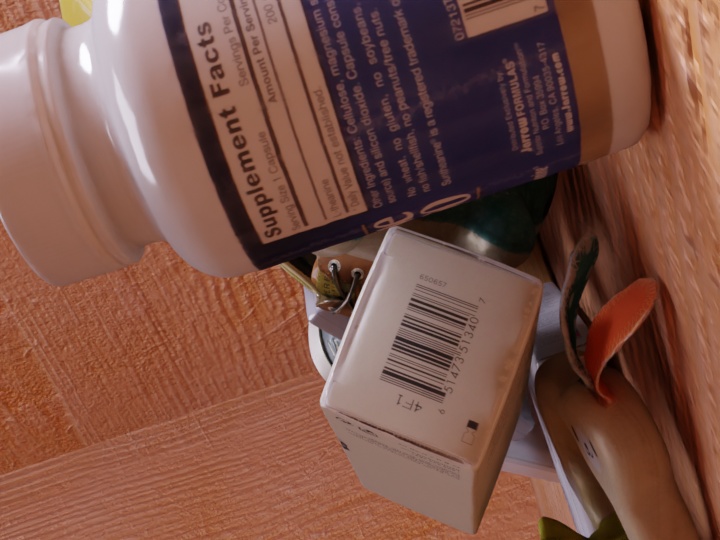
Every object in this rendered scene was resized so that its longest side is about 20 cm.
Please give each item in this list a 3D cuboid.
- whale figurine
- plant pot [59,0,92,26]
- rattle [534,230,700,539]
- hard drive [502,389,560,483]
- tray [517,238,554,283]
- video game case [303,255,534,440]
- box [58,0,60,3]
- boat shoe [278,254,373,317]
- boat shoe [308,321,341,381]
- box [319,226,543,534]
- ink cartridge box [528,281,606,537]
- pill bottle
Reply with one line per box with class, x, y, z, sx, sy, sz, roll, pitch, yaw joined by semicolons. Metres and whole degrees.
whale figurine;0.019;-0.060;0.599;0.158;0.105;0.199;32;-158;25
plant pot;-0.032;-0.172;0.507;0.190;0.197;0.203;91;168;-49
rattle;0.071;0.091;0.549;0.201;0.141;0.132;63;-165;-55
hard drive;0.105;0.085;0.936;0.199;0.026;0.134;23;-137;-53
tray;0.107;-0.036;0.957;0.099;0.036;0.202;67;-173;-59
video game case;0.030;-0.001;0.842;0.181;0.022;0.202;32;-150;-31
box;-0.129;-0.204;0.852;0.200;0.122;0.199;-99;-10;-72
boat shoe;0.000;0.000;0.700;0.199;0.068;0.073;34;134;34
boat shoe;0.000;-0.010;0.910;0.072;0.062;0.202;30;-139;-34
box;0.035;0.058;0.569;0.200;0.067;0.083;78;-147;-70
ink cartridge box;0.140;0.113;0.783;0.200;0.043;0.199;-86;-23;-77
pill bottle;-0.017;-0.063;0.407;0.111;0.197;0.113;-17;-90;-87
